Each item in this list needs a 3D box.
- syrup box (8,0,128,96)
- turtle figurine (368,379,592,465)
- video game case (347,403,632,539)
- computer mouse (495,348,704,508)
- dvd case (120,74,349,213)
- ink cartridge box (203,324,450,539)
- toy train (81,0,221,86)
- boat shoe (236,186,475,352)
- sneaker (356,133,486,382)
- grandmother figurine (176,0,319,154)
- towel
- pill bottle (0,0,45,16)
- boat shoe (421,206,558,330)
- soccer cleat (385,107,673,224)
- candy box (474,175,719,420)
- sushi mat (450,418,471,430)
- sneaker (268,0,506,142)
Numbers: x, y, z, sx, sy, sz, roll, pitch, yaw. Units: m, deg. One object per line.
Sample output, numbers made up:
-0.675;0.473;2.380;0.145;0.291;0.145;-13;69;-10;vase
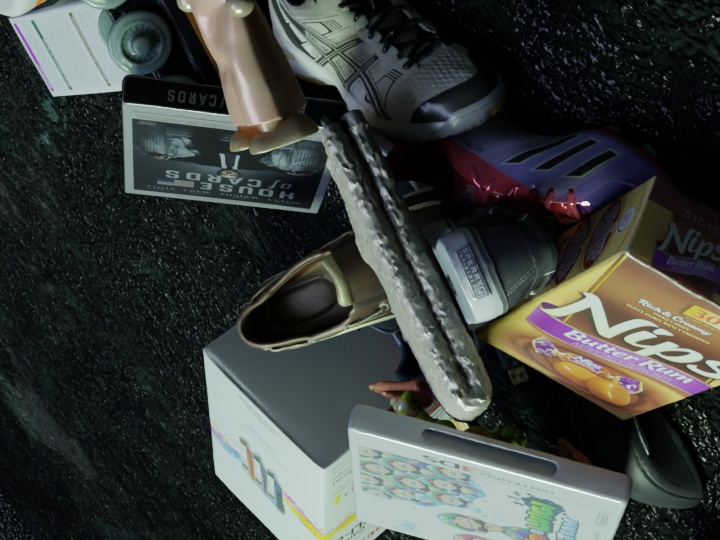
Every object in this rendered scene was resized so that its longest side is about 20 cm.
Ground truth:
-0.200;-0.195;1.275;0.200;0.079;0.081;8;130;57;syrup box
0.105;0.142;1.145;0.200;0.064;0.161;20;174;25;turtle figurine
0.083;0.157;1.082;0.182;0.024;0.200;14;156;8;video game case
0.146;0.092;1.101;0.200;0.046;0.140;59;153;-13;computer mouse
-0.092;-0.084;1.115;0.200;0.150;0.025;118;158;-74;dvd case
-0.025;0.121;1.281;0.145;0.145;0.200;42;154;24;ink cartridge box
-0.132;-0.186;1.133;0.200;0.114;0.085;63;176;-24;toy train
0.003;0.006;1.080;0.202;0.075;0.075;-31;86;23;boat shoe
0.021;-0.005;1.143;0.075;0.085;0.200;4;126;58;sneaker
-0.086;-0.171;0.941;0.121;0.061;0.200;7;120;58;grandmother figurine
0.026;0.001;0.977;0.133;0.034;0.200;74;170;-82;towel
-0.169;-0.256;1.005;0.114;0.200;0.114;40;152;26;pill bottle
0.079;-0.010;0.919;0.200;0.066;0.070;61;-176;-87;boat shoe
0.100;-0.055;0.955;0.200;0.076;0.067;25;144;45;soccer cleat
0.162;0.022;0.929;0.117;0.056;0.200;29;156;-10;candy box
0.043;0.081;1.300;0.096;0.012;0.200;5;127;58;sushi mat
0.005;-0.148;0.996;0.200;0.076;0.088;29;146;39;sneaker
